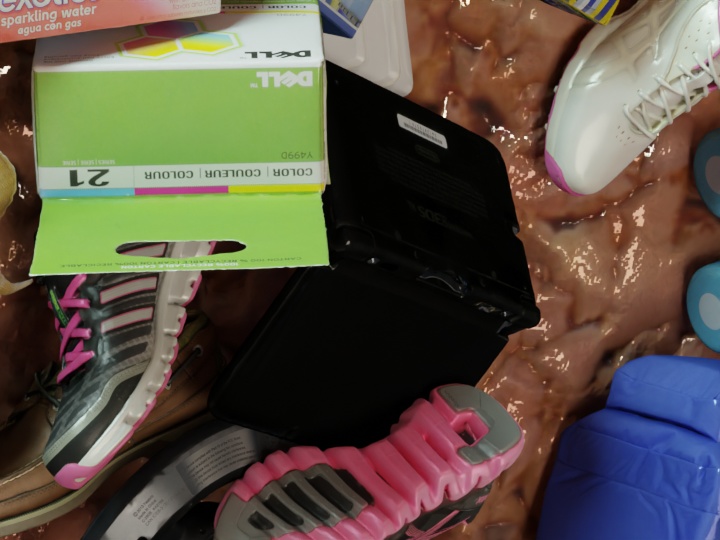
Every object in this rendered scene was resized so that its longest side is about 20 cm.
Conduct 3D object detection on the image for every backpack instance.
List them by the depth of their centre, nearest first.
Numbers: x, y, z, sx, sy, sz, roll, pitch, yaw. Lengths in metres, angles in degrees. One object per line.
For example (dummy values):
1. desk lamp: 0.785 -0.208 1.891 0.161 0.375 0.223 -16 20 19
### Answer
1. backpack: 0.244 0.146 1.761 0.200 0.162 0.168 14 96 -39

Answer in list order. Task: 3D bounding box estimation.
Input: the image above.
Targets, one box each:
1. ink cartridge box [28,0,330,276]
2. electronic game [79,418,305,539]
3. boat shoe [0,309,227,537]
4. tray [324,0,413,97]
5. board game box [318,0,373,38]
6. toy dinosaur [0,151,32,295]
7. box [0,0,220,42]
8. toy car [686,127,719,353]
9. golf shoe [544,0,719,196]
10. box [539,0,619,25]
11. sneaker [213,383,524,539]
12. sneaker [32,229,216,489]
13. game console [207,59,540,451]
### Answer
1. ink cartridge box: -0.088 -0.069 1.367 0.148 0.200 0.076 -1 113 -3
2. electronic game: -0.099 0.165 1.560 0.200 0.042 0.200 -36 147 -28
3. boat shoe: -0.158 0.079 1.495 0.200 0.072 0.068 -28 124 -39
4. tray: -0.051 -0.114 1.522 0.200 0.022 0.107 -22 121 -28
5. board game box: -0.009 -0.243 1.474 0.135 0.034 0.200 37 77 -40
6. toy dinosaur: -0.208 -0.019 1.332 0.101 0.058 0.200 -28 142 -10
7. box: -0.175 -0.169 1.353 0.200 0.103 0.095 -11 115 -33
8. toy car: 0.339 -0.014 1.741 0.184 0.200 0.177 -15 117 -32
9. golf shoe: 0.186 -0.126 1.652 0.075 0.092 0.200 36 87 -42
10. box: 0.145 -0.248 1.587 0.070 0.064 0.200 25 93 -40
11. sneaker: 0.002 0.138 1.554 0.200 0.079 0.095 -19 146 -32
12. sneaker: -0.138 0.017 1.438 0.087 0.074 0.200 27 61 -16
13. game console: 0.000 0.000 1.561 0.200 0.116 0.176 22 51 -53
